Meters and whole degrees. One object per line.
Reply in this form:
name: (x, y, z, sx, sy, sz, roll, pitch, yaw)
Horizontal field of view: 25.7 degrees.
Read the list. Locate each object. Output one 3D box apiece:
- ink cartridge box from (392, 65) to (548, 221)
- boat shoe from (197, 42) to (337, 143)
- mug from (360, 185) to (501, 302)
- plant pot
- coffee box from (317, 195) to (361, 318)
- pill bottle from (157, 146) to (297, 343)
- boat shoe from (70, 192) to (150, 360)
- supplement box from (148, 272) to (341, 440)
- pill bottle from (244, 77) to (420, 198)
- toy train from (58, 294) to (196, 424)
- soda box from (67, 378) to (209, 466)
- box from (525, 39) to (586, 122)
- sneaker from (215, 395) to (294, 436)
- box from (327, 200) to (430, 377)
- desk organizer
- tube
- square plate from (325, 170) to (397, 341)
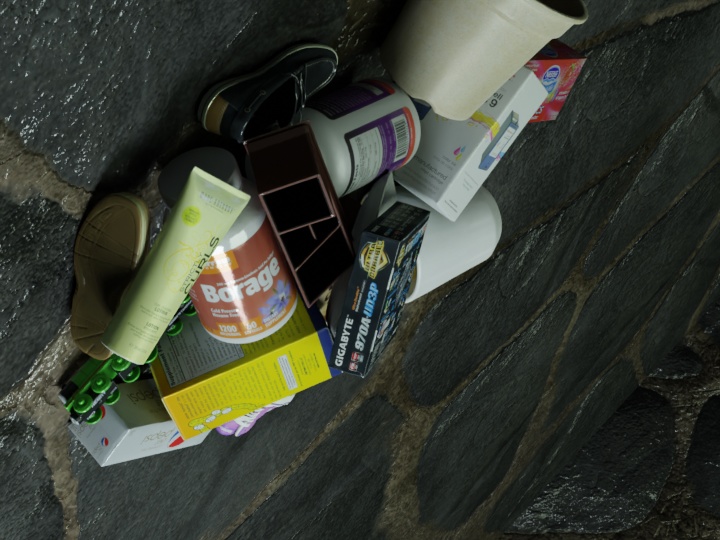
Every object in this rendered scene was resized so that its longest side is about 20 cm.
ink cartridge box: (0.110, -0.187, 1.925, 0.200, 0.145, 0.087, -53, 157, 0)
boat shoe: (-0.085, -0.184, 1.660, 0.200, 0.062, 0.075, -32, 147, -45)
mug: (0.088, -0.059, 2.053, 0.153, 0.187, 0.150, -19, 124, -25)
plant pot: (0.124, -0.281, 1.796, 0.184, 0.201, 0.200, -51, 160, 25)
coffee box: (-0.055, -0.004, 1.952, 0.113, 0.080, 0.200, -42, 155, -25)
pill bottle: (-0.143, -0.027, 1.663, 0.112, 0.112, 0.200, -42, 136, -25)
boat shoe: (-0.248, -0.003, 1.604, 0.066, 0.074, 0.200, -45, 161, -52)
supplement box: (-0.137, 0.089, 1.785, 0.199, 0.109, 0.110, -23, 147, -5)
pill bottle: (-0.033, -0.138, 1.761, 0.200, 0.111, 0.112, -29, 147, -45)
toy train: (-0.254, 0.083, 1.720, 0.200, 0.056, 0.042, -48, 149, -14)
soda box: (-0.245, 0.171, 1.840, 0.064, 0.068, 0.200, -51, 160, 21)
box: (0.201, -0.257, 2.066, 0.200, 0.095, 0.100, -13, 134, -58)
sneaker: (-0.141, 0.171, 1.998, 0.114, 0.073, 0.200, -48, 177, 2)
box: (0.023, 0.017, 1.768, 0.200, 0.046, 0.159, -46, 152, -73)
desk organizer: (-0.056, -0.055, 1.648, 0.072, 0.077, 0.200, -18, 140, 3)
tube: (-0.187, -0.003, 1.559, 0.200, 0.052, 0.058, -59, 172, 3)
square plate: (0.000, 0.000, 1.844, 0.198, 0.028, 0.201, 75, 33, -74)
